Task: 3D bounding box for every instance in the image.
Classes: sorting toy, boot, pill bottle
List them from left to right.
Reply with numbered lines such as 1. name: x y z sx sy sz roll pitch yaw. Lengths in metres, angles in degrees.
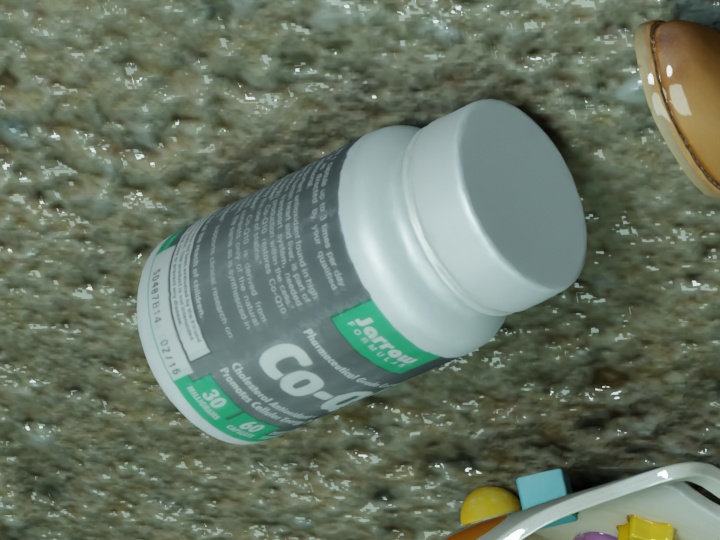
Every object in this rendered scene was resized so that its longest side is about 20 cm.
1. pill bottle: 0.000 0.000 1.290 0.200 0.113 0.113 -26 129 36
2. sorting toy: 0.152 0.154 1.431 0.200 0.107 0.180 29 143 -22
3. boot: 0.227 -0.072 1.182 0.155 0.077 0.200 -23 134 37
